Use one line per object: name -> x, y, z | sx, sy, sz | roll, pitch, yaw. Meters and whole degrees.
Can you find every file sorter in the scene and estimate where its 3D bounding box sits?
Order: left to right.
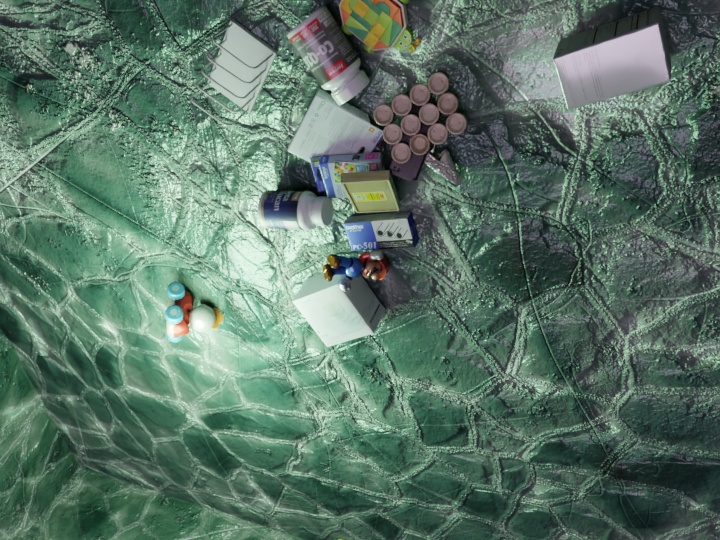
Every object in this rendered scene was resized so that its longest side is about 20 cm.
file sorter -> -0.327, -0.494, 1.606 | 0.138, 0.125, 0.200 | 34, 132, -4

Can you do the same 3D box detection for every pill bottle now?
pill bottle -> -0.182, -0.171, 1.802 | 0.198, 0.111, 0.112 | 4, 128, 22
pill bottle -> -0.071, -0.500, 1.485 | 0.113, 0.114, 0.201 | -22, 114, 37

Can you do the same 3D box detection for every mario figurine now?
mario figurine -> 0.000, 0.000, 1.807 | 0.123, 0.198, 0.107 | -17, 77, 58

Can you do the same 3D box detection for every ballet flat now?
ballet flat -> 0.179, -0.286, 1.570 | 0.199, 0.072, 0.072 | 35, 133, -2

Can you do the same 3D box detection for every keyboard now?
keyboard -> 0.112, -0.327, 1.538 | 0.126, 0.021, 0.202 | 22, 108, 6

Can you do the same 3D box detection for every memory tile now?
memory tile -> 0.141, -0.359, 1.504 | 0.198, 0.017, 0.155 | -25, 99, 17

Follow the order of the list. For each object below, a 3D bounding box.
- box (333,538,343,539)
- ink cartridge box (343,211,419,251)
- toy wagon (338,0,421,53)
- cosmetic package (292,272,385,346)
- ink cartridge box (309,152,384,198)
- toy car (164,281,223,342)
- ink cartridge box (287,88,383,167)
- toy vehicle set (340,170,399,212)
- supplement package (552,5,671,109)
box -> -0.033, 1.323, 2.966 | 0.198, 0.049, 0.118 | 4, 127, 25
ink cartridge box -> 0.057, -0.109, 1.782 | 0.198, 0.044, 0.095 | -3, 123, 27
toy wagon -> 0.049, -0.564, 1.427 | 0.199, 0.040, 0.155 | 38, 133, -6
cosmetic package -> -0.066, 0.108, 1.963 | 0.198, 0.123, 0.201 | -21, 114, 36
ink cartridge box -> -0.033, -0.250, 1.681 | 0.197, 0.042, 0.120 | 0, 136, 14
toy car -> -0.587, 0.153, 2.256 | 0.197, 0.179, 0.185 | 3, 148, -14
ink cartridge box -> -0.064, -0.345, 1.645 | 0.198, 0.044, 0.197 | 24, 135, -16
toy vehicle set -> 0.029, -0.201, 1.643 | 0.123, 0.027, 0.200 | -1, 163, 11
supplement package -> 0.504, -0.423, 1.268 | 0.198, 0.118, 0.118 | -10, 121, 32
